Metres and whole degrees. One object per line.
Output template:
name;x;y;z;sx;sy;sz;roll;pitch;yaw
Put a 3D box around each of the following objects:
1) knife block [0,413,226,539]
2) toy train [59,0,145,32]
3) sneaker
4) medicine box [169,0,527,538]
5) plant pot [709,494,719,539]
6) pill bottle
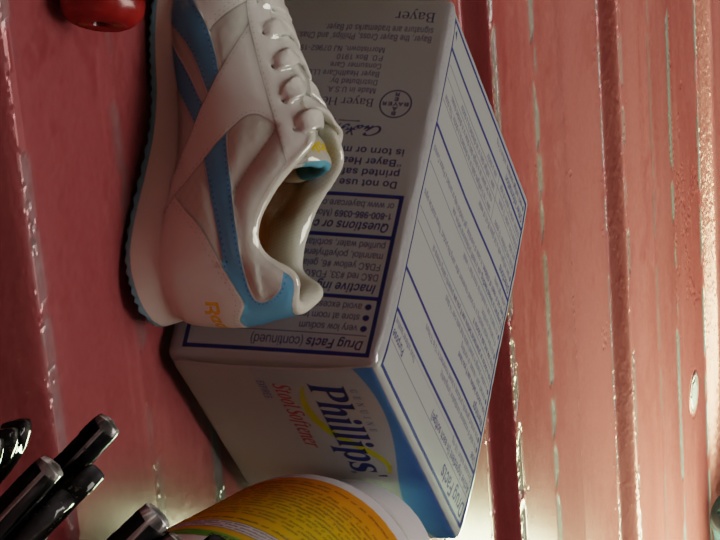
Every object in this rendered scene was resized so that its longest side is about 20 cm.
knife block;-0.118;0.145;0.900;0.064;0.175;0.200;-34;126;-67
toy train;-0.081;-0.152;1.059;0.200;0.116;0.085;36;58;-69
sneaker;-0.047;-0.073;1.238;0.077;0.081;0.200;22;71;-70
medicine box;0.000;0.000;1.361;0.182;0.103;0.200;65;34;-56
plant pot;0.400;0.278;2.543;0.188;0.200;0.200;68;27;-22
pill bottle;-0.038;0.151;1.241;0.200;0.111;0.111;-20;112;-68
